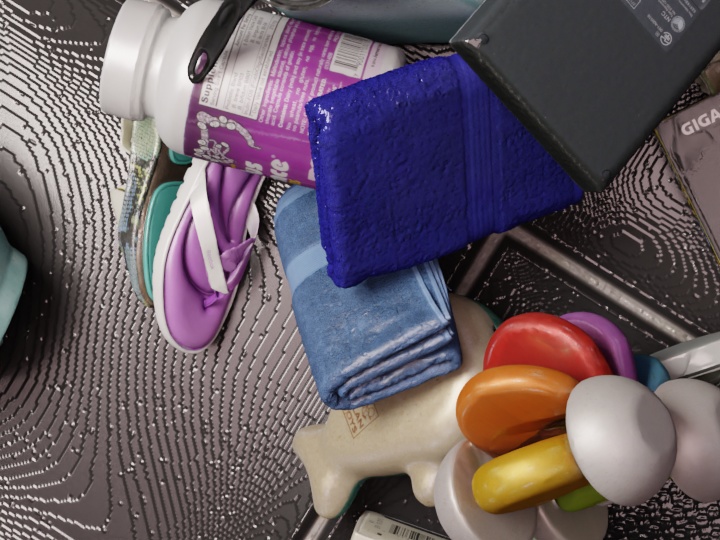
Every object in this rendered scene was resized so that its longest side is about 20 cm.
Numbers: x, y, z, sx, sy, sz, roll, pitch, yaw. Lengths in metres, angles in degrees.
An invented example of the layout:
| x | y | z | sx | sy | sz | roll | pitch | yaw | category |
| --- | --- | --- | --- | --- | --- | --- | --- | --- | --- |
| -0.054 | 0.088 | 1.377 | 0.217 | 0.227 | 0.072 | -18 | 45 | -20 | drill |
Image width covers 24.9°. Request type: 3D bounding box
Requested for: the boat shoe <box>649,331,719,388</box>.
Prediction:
| x | y | z | sx | sy | sz | roll | pitch | yaw | category |
| --- | --- | --- | --- | --- | --- | --- | --- | --- | --- |
| 0.275 | 0.074 | 1.174 | 0.199 | 0.071 | 0.064 | -17 | 90 | 6 | boat shoe |

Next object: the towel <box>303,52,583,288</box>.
| x | y | z | sx | sy | sz | roll | pitch | yaw | category |
| --- | --- | --- | --- | --- | --- | --- | --- | --- | --- |
| 0.057 | -0.082 | 1.090 | 0.199 | 0.050 | 0.148 | -21 | 127 | -20 | towel |

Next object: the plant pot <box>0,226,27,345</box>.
| x | y | z | sx | sy | sz | roll | pitch | yaw | category |
| --- | --- | --- | --- | --- | --- | --- | --- | --- | --- |
| -0.331 | 0.014 | 1.205 | 0.134 | 0.200 | 0.201 | 28 | 97 | -22 | plant pot |

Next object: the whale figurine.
| x | y | z | sx | sy | sz | roll | pitch | yaw | category |
| --- | --- | --- | --- | --- | --- | --- | --- | --- | --- |
| 0.039 | 0.105 | 1.202 | 0.200 | 0.103 | 0.160 | -43 | 54 | 27 | whale figurine |

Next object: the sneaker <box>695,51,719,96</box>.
| x | y | z | sx | sy | sz | roll | pitch | yaw | category |
| --- | --- | --- | --- | --- | --- | --- | --- | --- | --- |
| 0.262 | -0.159 | 1.135 | 0.199 | 0.067 | 0.090 | 5 | 65 | 26 | sneaker |

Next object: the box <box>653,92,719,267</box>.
| x | y | z | sx | sy | sz | roll | pitch | yaw | category |
| --- | --- | --- | --- | --- | --- | --- | --- | --- | --- |
| 0.332 | -0.079 | 1.170 | 0.199 | 0.049 | 0.161 | -26 | 91 | 8 | box |

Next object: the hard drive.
| x | y | z | sx | sy | sz | roll | pitch | yaw | category |
| --- | --- | --- | --- | --- | --- | --- | --- | --- | --- |
| 0.168 | -0.170 | 1.057 | 0.140 | 0.033 | 0.200 | 45 | 78 | -19 | hard drive |

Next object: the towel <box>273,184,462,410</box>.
| x | y | z | sx | sy | sz | roll | pitch | yaw | category |
| --- | --- | --- | --- | --- | --- | --- | --- | --- | --- |
| 0.000 | 0.000 | 1.161 | 0.111 | 0.049 | 0.201 | -25 | 48 | 9 | towel |

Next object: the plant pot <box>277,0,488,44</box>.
| x | y | z | sx | sy | sz | roll | pitch | yaw | category |
| --- | --- | --- | --- | --- | --- | --- | --- | --- | --- |
| 0.021 | -0.260 | 1.094 | 0.195 | 0.199 | 0.198 | 5 | 94 | 34 | plant pot |

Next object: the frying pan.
| x | y | z | sx | sy | sz | roll | pitch | yaw | category |
| --- | --- | --- | --- | --- | --- | --- | --- | --- | --- |
| -0.050 | -0.185 | 1.016 | 0.114 | 0.031 | 0.191 | 26 | 129 | 22 | frying pan |

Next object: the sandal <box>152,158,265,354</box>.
| x | y | z | sx | sy | sz | roll | pitch | yaw | category |
| --- | --- | --- | --- | --- | --- | --- | --- | --- | --- |
| -0.101 | -0.035 | 1.209 | 0.050 | 0.082 | 0.204 | 19 | 95 | 44 | sandal |

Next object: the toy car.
| x | y | z | sx | sy | sz | roll | pitch | yaw | category |
| --- | --- | --- | --- | --- | --- | --- | --- | --- | --- |
| 0.143 | 0.100 | 1.085 | 0.175 | 0.199 | 0.151 | -31 | 65 | 38 | toy car |

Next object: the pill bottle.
| x | y | z | sx | sy | sz | roll | pitch | yaw | category |
| --- | --- | --- | --- | --- | --- | --- | --- | --- | --- |
| -0.075 | -0.125 | 1.139 | 0.199 | 0.112 | 0.113 | 15 | 95 | 1 | pill bottle |

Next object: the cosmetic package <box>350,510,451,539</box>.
| x | y | z | sx | sy | sz | roll | pitch | yaw | category |
| --- | --- | --- | --- | --- | --- | --- | --- | --- | --- |
| 0.016 | 0.293 | 1.212 | 0.103 | 0.087 | 0.201 | 19 | 94 | 5 | cosmetic package |

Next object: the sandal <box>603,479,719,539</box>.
| x | y | z | sx | sy | sz | roll | pitch | yaw | category |
| --- | --- | --- | --- | --- | --- | --- | --- | --- | --- |
| 0.193 | 0.188 | 1.191 | 0.200 | 0.048 | 0.076 | -31 | 90 | 21 | sandal |

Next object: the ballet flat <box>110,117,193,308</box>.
| x | y | z | sx | sy | sz | roll | pitch | yaw | category |
| --- | --- | --- | --- | --- | --- | --- | --- | --- | --- |
| -0.155 | -0.074 | 1.233 | 0.074 | 0.074 | 0.202 | 11 | 92 | 7 | ballet flat |
